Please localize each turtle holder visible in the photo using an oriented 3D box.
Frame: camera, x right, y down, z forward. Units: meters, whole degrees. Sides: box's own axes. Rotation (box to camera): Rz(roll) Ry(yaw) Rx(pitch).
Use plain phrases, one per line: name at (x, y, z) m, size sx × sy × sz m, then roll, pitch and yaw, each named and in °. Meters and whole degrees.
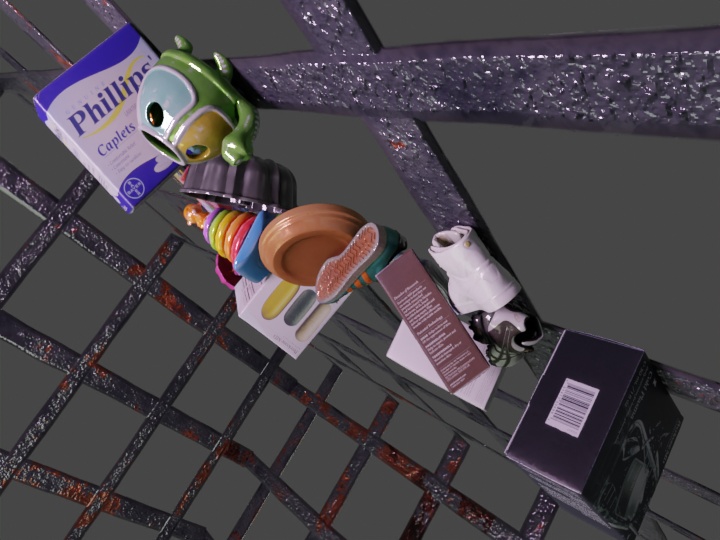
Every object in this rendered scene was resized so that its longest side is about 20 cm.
turtle holder at (-0.221, -0.210, 0.780) m, size 0.184 × 0.133 × 0.141 m, roll 37°, pitch 165°, yaw -8°

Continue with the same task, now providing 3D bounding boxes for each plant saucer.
plant saucer at (-0.073, -0.032, 0.948) m, size 0.193 × 0.038 × 0.202 m, roll -7°, pitch 146°, yaw -5°

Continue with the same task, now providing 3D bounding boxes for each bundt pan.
bundt pan at (-0.195, -0.147, 0.930) m, size 0.195 × 0.078 × 0.202 m, roll 9°, pitch -179°, yaw 0°

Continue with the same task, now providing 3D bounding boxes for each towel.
towel at (0.088, 0.013, 1.010) m, size 0.198 × 0.024 × 0.147 m, roll 19°, pitch 158°, yaw 49°

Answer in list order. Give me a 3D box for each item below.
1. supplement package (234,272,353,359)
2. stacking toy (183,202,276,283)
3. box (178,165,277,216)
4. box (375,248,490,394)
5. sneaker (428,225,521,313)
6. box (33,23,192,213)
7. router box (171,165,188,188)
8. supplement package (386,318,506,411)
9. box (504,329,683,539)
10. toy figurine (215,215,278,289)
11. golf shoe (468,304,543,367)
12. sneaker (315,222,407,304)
supplement package at (-0.128, 0.027, 1.114) m, size 0.151 × 0.201 × 0.151 m, roll 39°, pitch -176°, yaw -24°
stacking toy at (-0.242, -0.071, 1.014) m, size 0.196 × 0.119 × 0.110 m, roll 24°, pitch 172°, yaw 21°
box at (-0.255, -0.148, 1.123) m, size 0.093 × 0.104 × 0.201 m, roll 26°, pitch 165°, yaw 26°
box at (0.107, 0.075, 0.840) m, size 0.203 × 0.074 × 0.100 m, roll 59°, pitch -175°, yaw 10°
sneaker at (0.139, -0.006, 0.766) m, size 0.116 × 0.073 × 0.200 m, roll 51°, pitch 171°, yaw 0°
box at (-0.359, -0.229, 0.875) m, size 0.201 × 0.184 × 0.104 m, roll 49°, pitch 162°, yaw -18°
router box at (-0.401, -0.246, 1.245) m, size 0.155 × 0.053 × 0.201 m, roll 24°, pitch 162°, yaw 39°
supplement package at (0.166, 0.155, 1.038) m, size 0.196 × 0.122 × 0.121 m, roll 25°, pitch 173°, yaw 20°
box at (0.329, 0.228, 0.781) m, size 0.122 × 0.203 × 0.196 m, roll 14°, pitch 156°, yaw 51°
toy figurine at (-0.249, -0.042, 1.279) m, size 0.149 × 0.187 × 0.198 m, roll 40°, pitch 164°, yaw -24°
golf shoe at (0.237, 0.107, 0.863) m, size 0.092 × 0.080 × 0.199 m, roll 8°, pitch 163°, yaw 33°
sneaker at (0.000, 0.000, 0.918) m, size 0.078 × 0.073 × 0.199 m, roll 11°, pitch 144°, yaw -35°
